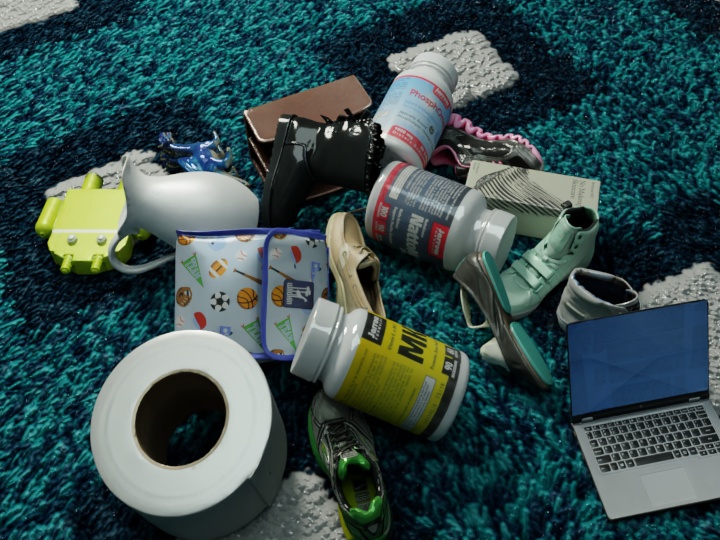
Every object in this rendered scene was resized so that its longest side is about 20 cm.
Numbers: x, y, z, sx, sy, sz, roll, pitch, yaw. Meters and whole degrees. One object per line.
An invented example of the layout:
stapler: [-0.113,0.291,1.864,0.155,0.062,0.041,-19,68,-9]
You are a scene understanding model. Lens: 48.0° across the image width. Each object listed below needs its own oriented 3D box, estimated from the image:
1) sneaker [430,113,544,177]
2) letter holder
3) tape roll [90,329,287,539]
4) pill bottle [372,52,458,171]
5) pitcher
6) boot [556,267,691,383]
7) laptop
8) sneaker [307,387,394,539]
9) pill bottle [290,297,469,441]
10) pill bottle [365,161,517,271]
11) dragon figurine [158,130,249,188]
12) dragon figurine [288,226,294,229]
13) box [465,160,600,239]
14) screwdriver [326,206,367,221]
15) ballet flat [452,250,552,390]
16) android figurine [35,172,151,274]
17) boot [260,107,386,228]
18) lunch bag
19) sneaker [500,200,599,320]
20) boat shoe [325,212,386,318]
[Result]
sneaker: [0.192,-0.173,1.278,0.197,0.080,0.096,25,61,30]
letter holder: [-0.068,-0.203,1.289,0.196,0.102,0.143,-21,54,-15]
tape roll: [-0.187,0.188,0.916,0.197,0.140,0.207,-1,62,2]
pill bottle: [0.081,-0.240,1.268,0.107,0.109,0.203,19,64,17]
pitcher: [-0.257,-0.063,1.167,0.196,0.175,0.122,10,26,-20]
boot: [0.348,0.072,1.046,0.197,0.097,0.074,27,56,23]
laptop: [0.354,0.162,0.958,0.183,0.117,0.203,-9,50,-5]
sneaker: [-0.009,0.217,0.946,0.076,0.086,0.202,-17,51,-12]
pill bottle: [0.022,0.116,0.973,0.196,0.115,0.116,23,51,-6]
pill bottle: [0.116,-0.069,1.156,0.197,0.121,0.120,22,54,20]
dragon figurine: [-0.249,-0.157,1.275,0.098,0.059,0.201,-30,55,-16]
dragon figurine: [-0.101,-0.018,1.162,0.099,0.060,0.199,36,59,27]
box: [0.253,-0.101,1.211,0.195,0.069,0.083,10,50,11]
screwdriver: [0.039,-0.107,1.253,0.196,0.028,0.029,-16,21,-9]
ballet flat: [0.181,0.074,1.064,0.068,0.068,0.203,-31,73,24]
android figurine: [-0.401,-0.071,1.231,0.177,0.042,0.203,2,49,3]
boot: [-0.052,-0.136,1.177,0.159,0.073,0.203,9,85,17]
lunch bag: [-0.137,0.034,1.046,0.195,0.124,0.175,1,83,-3]
sneaker: [0.247,-0.019,1.111,0.198,0.119,0.074,-32,57,-21]
boat shoe: [0.000,0.000,1.119,0.064,0.071,0.204,-31,55,32]
